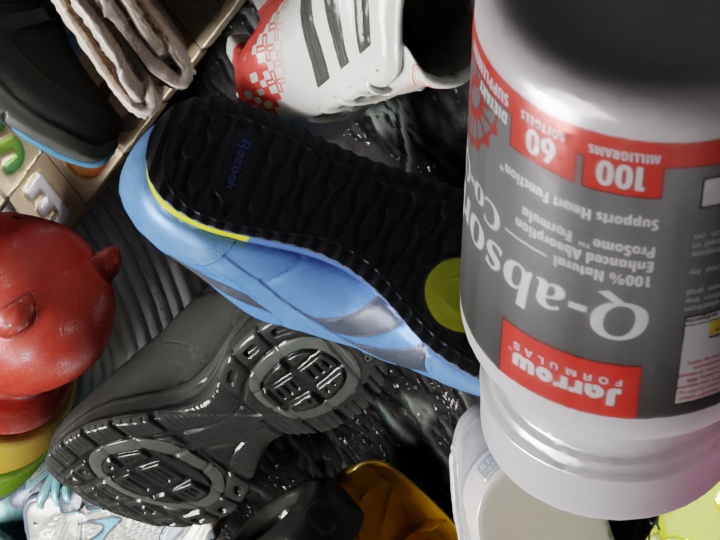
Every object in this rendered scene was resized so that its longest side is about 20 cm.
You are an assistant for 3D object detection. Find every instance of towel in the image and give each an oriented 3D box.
[{"bbox_3d":[-0.113,-0.122,1.152,0.133,0.034,0.200,55,-179,-7],"label":"towel"}]

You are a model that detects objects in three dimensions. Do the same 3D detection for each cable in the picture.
[{"bbox_3d":[-0.146,-0.010,1.419,0.200,0.069,0.200,53,151,11],"label":"cable"}]

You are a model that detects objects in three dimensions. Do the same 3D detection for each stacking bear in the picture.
[{"bbox_3d":[-0.175,0.041,1.324,0.114,0.121,0.200,59,140,9],"label":"stacking bear"}]

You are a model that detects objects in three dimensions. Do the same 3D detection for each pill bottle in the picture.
[{"bbox_3d":[0.091,-0.017,0.993,0.116,0.116,0.201,38,146,32],"label":"pill bottle"}]

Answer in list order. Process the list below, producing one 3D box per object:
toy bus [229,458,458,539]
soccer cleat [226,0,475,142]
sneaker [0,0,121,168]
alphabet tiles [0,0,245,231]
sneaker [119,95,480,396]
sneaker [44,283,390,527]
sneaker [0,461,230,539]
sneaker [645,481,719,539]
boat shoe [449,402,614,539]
[{"bbox_3d":[-0.052,0.189,1.332,0.136,0.200,0.192,52,158,-13],"label":"toy bus"},{"bbox_3d":[0.006,-0.088,1.111,0.085,0.068,0.200,53,147,19],"label":"soccer cleat"},{"bbox_3d":[-0.160,-0.132,1.257,0.200,0.082,0.073,50,-179,-3],"label":"sneaker"},{"bbox_3d":[-0.151,-0.112,1.306,0.167,0.008,0.200,50,124,14],"label":"alphabet tiles"},{"bbox_3d":[0.000,0.000,1.156,0.199,0.066,0.078,26,156,-3],"label":"sneaker"},{"bbox_3d":[-0.056,0.042,1.270,0.200,0.091,0.076,-30,124,35],"label":"sneaker"},{"bbox_3d":[-0.117,0.108,1.380,0.086,0.078,0.200,35,139,-11],"label":"sneaker"},{"bbox_3d":[0.129,0.137,1.123,0.075,0.076,0.201,39,145,34],"label":"sneaker"},{"bbox_3d":[0.078,0.141,1.224,0.201,0.072,0.069,64,179,-31],"label":"boat shoe"}]
